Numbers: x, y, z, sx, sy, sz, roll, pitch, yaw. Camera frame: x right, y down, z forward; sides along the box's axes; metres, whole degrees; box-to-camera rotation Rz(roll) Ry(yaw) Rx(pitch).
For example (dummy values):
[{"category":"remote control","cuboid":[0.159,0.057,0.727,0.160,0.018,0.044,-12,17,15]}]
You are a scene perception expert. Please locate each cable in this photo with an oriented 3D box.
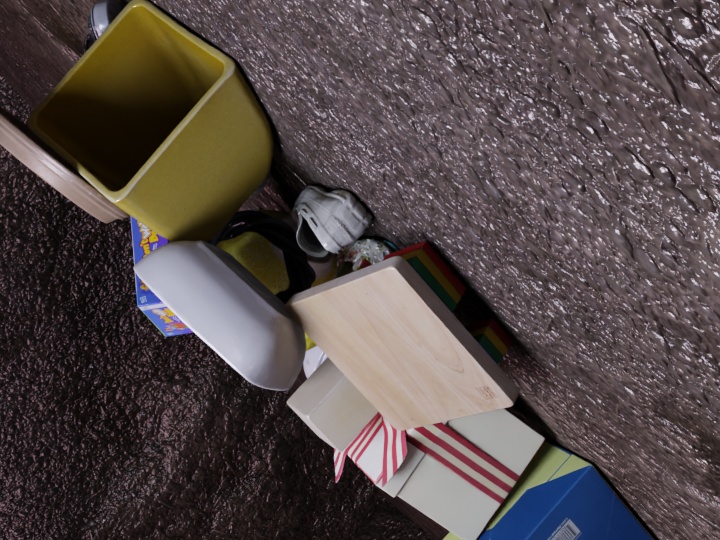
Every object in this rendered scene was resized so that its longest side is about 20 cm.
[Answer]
[{"category":"cable","cuboid":[-0.137,0.011,1.690,0.198,0.166,0.051,0,-175,36]}]

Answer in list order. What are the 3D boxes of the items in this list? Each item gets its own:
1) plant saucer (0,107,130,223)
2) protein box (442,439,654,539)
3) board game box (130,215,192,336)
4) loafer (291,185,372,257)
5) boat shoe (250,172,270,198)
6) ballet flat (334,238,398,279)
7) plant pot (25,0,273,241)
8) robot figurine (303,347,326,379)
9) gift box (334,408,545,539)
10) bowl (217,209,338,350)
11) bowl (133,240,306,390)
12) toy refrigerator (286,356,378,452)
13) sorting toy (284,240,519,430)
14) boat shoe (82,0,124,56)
[{"category":"plant saucer","cuboid":[-0.340,-0.116,1.576,0.199,0.030,0.200,39,178,2]},{"category":"protein box","cuboid":[0.237,0.352,1.722,0.200,0.199,0.135,48,169,-23]},{"category":"board game box","cuboid":[-0.245,-0.035,1.753,0.135,0.044,0.203,70,-168,-70]},{"category":"loafer","cuboid":[-0.047,-0.053,1.609,0.070,0.070,0.200,46,170,-11]},{"category":"boat shoe","cuboid":[-0.197,-0.161,1.764,0.201,0.075,0.086,37,155,3]},{"category":"ballet flat","cuboid":[0.000,0.000,1.653,0.076,0.064,0.200,43,171,-4]},{"category":"plant pot","cuboid":[-0.213,-0.144,1.596,0.195,0.195,0.200,37,173,35]},{"category":"robot figurine","cuboid":[0.011,0.148,2.006,0.199,0.125,0.150,33,170,23]},{"category":"gift box","cuboid":[0.079,0.209,1.705,0.186,0.201,0.184,37,174,-23]},{"category":"bowl","cuboid":[-0.092,-0.008,1.803,0.200,0.200,0.108,44,127,1]},{"category":"bowl","cuboid":[-0.142,0.040,1.578,0.200,0.075,0.200,41,-178,13]},{"category":"toy refrigerator","cuboid":[0.014,0.110,1.646,0.070,0.200,0.076,48,169,-22]},{"category":"sorting toy","cuboid":[0.052,0.066,1.512,0.200,0.070,0.198,48,144,-17]},{"category":"boat shoe","cuboid":[-0.306,-0.264,1.736,0.200,0.070,0.073,72,-165,-70]}]
